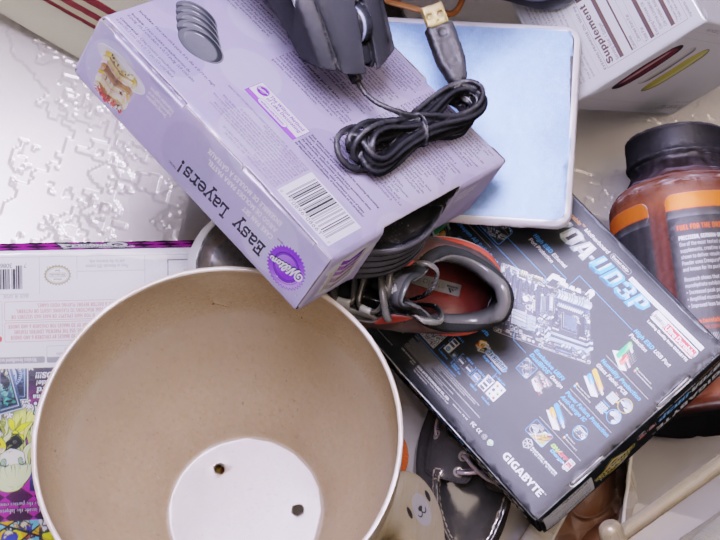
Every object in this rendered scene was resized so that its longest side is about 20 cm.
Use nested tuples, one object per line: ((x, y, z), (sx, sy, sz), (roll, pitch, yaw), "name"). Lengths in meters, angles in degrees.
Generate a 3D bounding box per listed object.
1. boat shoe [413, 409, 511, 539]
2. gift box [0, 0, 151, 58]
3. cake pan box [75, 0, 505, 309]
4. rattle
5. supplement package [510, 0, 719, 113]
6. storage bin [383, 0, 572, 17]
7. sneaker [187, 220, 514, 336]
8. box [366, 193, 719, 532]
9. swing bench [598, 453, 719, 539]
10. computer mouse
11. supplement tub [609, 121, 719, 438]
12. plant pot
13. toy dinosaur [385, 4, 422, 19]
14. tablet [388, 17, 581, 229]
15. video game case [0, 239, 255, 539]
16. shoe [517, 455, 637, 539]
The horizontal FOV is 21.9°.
((0.078, 0.090, 1.202), (0.067, 0.057, 0.201), (14, 69, -10), "boat shoe")
((-0.189, -0.241, 1.176), (0.186, 0.200, 0.185), (30, 64, -20), "gift box")
((-0.034, -0.085, 1.067), (0.200, 0.052, 0.184), (45, 41, 11), "cake pan box")
((0.051, 0.152, 1.112), (0.130, 0.143, 0.201), (26, 48, -27), "rattle")
((0.185, -0.198, 1.243), (0.200, 0.111, 0.156), (-7, 70, -59), "supplement package")
((0.032, -0.234, 1.138), (0.199, 0.134, 0.146), (21, 103, 29), "storage bin")
((0.000, 0.000, 1.092), (0.199, 0.082, 0.077), (4, 94, -15), "sneaker")
((0.104, 0.037, 1.168), (0.159, 0.046, 0.200), (-42, 70, -5), "box")
((0.271, 0.209, 1.163), (0.198, 0.201, 0.130), (-30, 38, -23), "swing bench")
((0.005, -0.158, 1.060), (0.140, 0.046, 0.201), (-19, 79, -48), "computer mouse")
((0.224, 0.005, 1.243), (0.106, 0.107, 0.201), (0, 73, -15), "supplement tub")
((-0.073, 0.116, 1.046), (0.199, 0.135, 0.201), (-1, 64, 3), "plant pot")
((-0.022, -0.127, 1.210), (0.102, 0.077, 0.200), (1, 38, 18), "toy dinosaur")
((0.034, -0.094, 1.151), (0.199, 0.014, 0.131), (4, 77, 5), "tablet")
((-0.161, 0.074, 1.117), (0.199, 0.036, 0.182), (-2, 99, -16), "video game case")
((0.127, 0.191, 1.184), (0.070, 0.053, 0.201), (27, 67, -7), "shoe")
